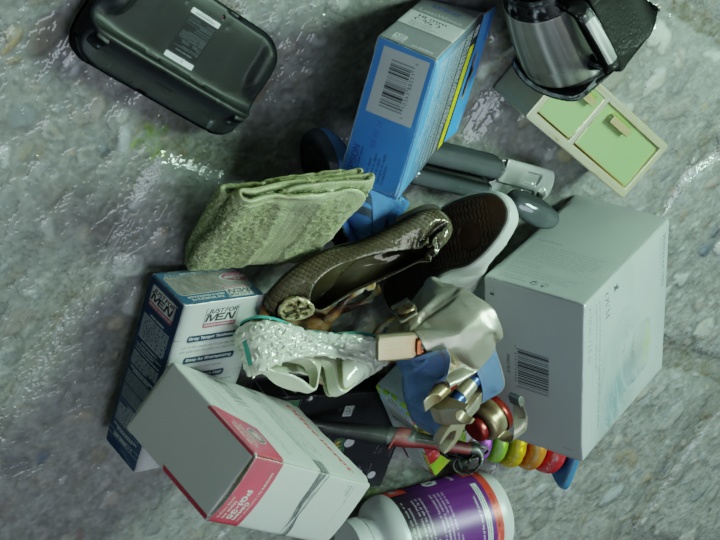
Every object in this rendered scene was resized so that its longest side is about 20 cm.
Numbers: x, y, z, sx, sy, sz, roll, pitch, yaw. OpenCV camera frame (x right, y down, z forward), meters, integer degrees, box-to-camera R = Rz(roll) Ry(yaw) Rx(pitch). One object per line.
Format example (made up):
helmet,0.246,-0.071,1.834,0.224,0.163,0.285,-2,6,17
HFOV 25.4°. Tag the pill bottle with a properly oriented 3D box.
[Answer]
pill bottle,0.074,0.307,1.874,0.199,0.112,0.113,-11,128,-28

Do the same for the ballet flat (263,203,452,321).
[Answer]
ballet flat,0.000,0.000,1.542,0.199,0.046,0.067,-26,150,-3

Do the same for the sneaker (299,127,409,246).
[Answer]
sneaker,-0.001,-0.078,1.559,0.078,0.066,0.200,-34,138,-11

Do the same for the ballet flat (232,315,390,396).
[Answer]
ballet flat,-0.045,0.093,1.576,0.199,0.072,0.072,12,116,-41

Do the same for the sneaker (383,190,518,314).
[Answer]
sneaker,0.108,-0.022,1.648,0.084,0.073,0.200,-5,155,-41

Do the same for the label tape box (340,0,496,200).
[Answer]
label tape box,0.056,-0.173,1.505,0.200,0.063,0.145,-50,160,-60

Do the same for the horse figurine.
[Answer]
horse figurine,-0.027,0.070,1.658,0.132,0.050,0.200,-24,143,3

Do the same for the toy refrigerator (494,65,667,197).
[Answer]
toy refrigerator,0.232,-0.157,1.652,0.076,0.070,0.200,-49,135,8

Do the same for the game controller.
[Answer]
game controller,-0.158,-0.194,1.386,0.200,0.042,0.105,28,90,-45

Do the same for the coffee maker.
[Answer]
coffee maker,0.194,-0.294,1.497,0.193,0.134,0.200,-61,143,-24

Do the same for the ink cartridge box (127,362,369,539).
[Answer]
ink cartridge box,-0.105,0.180,1.541,0.083,0.146,0.200,-54,145,7

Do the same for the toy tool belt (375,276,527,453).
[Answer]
toy tool belt,0.080,0.116,1.614,0.123,0.125,0.201,-37,126,-26

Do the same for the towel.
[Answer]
towel,-0.081,-0.043,1.471,0.148,0.037,0.200,-7,165,-22

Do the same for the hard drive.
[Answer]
hard drive,-0.045,0.180,1.748,0.199,0.038,0.140,-1,123,-35

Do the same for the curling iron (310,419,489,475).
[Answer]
curling iron,0.038,0.184,1.696,0.199,0.026,0.050,11,138,-6

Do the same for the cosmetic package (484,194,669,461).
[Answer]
cosmetic package,0.235,0.058,1.717,0.200,0.123,0.200,-41,137,-44

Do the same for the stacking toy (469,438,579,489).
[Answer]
stacking toy,0.156,0.186,1.862,0.199,0.116,0.110,0,123,-18

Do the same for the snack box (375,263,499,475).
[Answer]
snack box,0.117,0.110,1.759,0.200,0.053,0.142,-44,142,-19

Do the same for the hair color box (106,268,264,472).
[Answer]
hair color box,-0.174,0.096,1.569,0.100,0.061,0.201,-7,128,-42

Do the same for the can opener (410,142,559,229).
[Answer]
can opener,0.129,-0.093,1.640,0.199,0.067,0.053,13,116,-35
